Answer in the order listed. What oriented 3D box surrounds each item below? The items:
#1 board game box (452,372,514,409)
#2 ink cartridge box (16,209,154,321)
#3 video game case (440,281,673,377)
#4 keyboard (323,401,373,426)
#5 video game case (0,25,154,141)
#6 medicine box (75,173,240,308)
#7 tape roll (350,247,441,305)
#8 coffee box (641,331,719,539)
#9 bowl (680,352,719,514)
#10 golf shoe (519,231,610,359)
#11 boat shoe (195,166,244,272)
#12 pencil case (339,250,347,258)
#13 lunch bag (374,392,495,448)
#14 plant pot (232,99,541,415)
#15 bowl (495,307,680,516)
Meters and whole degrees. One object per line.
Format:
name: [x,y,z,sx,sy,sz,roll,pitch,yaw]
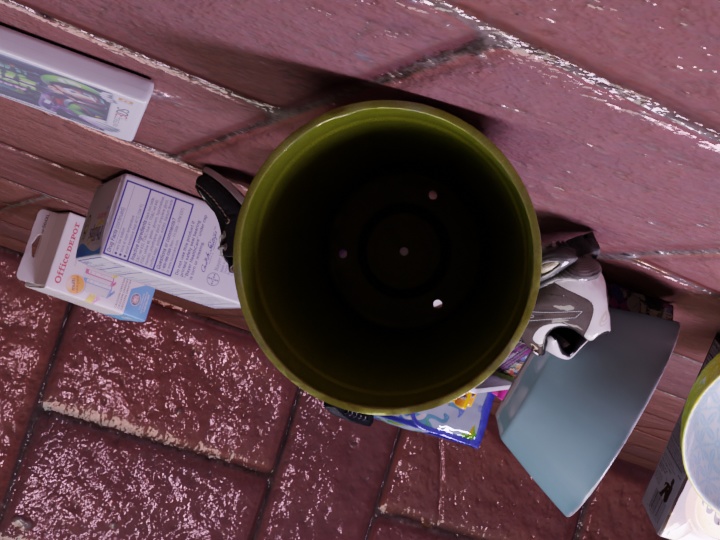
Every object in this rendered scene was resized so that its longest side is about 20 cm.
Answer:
board game box: [0.058,0.088,1.335,0.199,0.026,0.200,26,-174,21]
ink cartridge box: [-0.436,-0.009,2.044,0.199,0.130,0.125,21,171,-28]
video game case: [0.183,0.056,1.276,0.180,0.036,0.200,19,152,-14]
keyboard: [-0.006,0.069,1.444,0.039,0.202,0.104,-17,152,42]
video game case: [-0.273,-0.161,1.044,0.198,0.024,0.182,19,172,-12]
medicine box: [-0.225,-0.030,1.540,0.199,0.104,0.182,21,171,-20]
tape roll: [0.033,0.012,1.114,0.201,0.037,0.203,-20,168,-4]
coffee box: [0.378,0.179,1.278,0.112,0.202,0.080,19,-164,-7]
bowl: [0.383,0.125,1.158,0.198,0.201,0.108,18,-154,-7]
golf shoe: [0.142,0.037,1.085,0.077,0.095,0.200,-19,175,-23]
boat shoe: [-0.104,-0.017,1.246,0.200,0.060,0.074,47,176,13]
pencil case: [-0.007,-0.025,1.170,0.084,0.086,0.200,40,174,10]
lunch bag: [0.099,0.145,1.800,0.198,0.172,0.127,15,172,21]
plant pot: [0.025,-0.012,0.909,0.199,0.202,0.193,16,-176,4]
bowl: [0.195,0.109,1.158,0.105,0.202,0.201,31,174,8]
